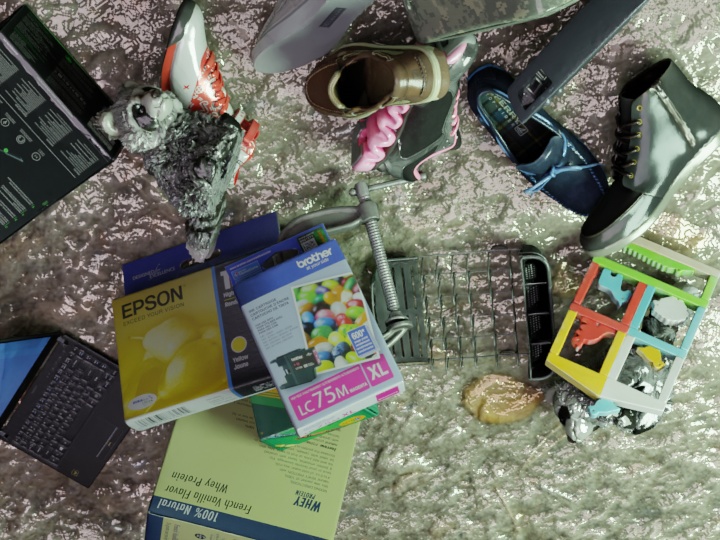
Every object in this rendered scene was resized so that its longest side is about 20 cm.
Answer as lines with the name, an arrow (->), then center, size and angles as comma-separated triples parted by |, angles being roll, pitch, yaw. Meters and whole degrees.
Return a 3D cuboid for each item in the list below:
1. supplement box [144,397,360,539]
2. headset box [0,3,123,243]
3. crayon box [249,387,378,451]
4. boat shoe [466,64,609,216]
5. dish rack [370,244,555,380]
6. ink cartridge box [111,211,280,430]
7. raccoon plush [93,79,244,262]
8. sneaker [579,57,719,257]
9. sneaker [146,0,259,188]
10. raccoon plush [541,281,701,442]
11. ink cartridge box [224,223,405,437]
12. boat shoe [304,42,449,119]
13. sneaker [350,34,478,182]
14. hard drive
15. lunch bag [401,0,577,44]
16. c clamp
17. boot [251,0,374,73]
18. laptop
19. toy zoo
supplement box -> -0.117, 0.227, 1.600 | 0.199, 0.200, 0.134 | 14, 147, -2
headset box -> -0.374, -0.143, 1.517 | 0.200, 0.093, 0.174 | -34, 110, 20
crayon box -> -0.064, 0.078, 1.550 | 0.119, 0.200, 0.058 | -22, 154, 15
boat shoe -> 0.176, -0.120, 1.491 | 0.200, 0.069, 0.084 | 38, 114, -14
dish rack -> 0.111, 0.047, 1.591 | 0.199, 0.055, 0.154 | -4, 116, 8
ink cartridge box -> -0.168, 0.048, 1.546 | 0.197, 0.201, 0.047 | -19, 156, 15
raccoon plush -> -0.203, -0.098, 1.465 | 0.134, 0.097, 0.200 | 21, 124, 5
sneaker -> 0.270, -0.114, 1.463 | 0.106, 0.075, 0.200 | 40, 92, -24
sneaker -> -0.152, -0.177, 1.496 | 0.108, 0.067, 0.202 | 13, 121, -2
raccoon plush -> 0.293, 0.107, 1.599 | 0.200, 0.134, 0.097 | -44, 101, -14
ink cartridge box -> -0.050, 0.053, 1.464 | 0.119, 0.042, 0.200 | -24, 70, -5
boat shoe -> -0.004, -0.186, 1.416 | 0.202, 0.075, 0.075 | -5, 99, 54
sneaker -> 0.072, -0.163, 1.475 | 0.095, 0.079, 0.200 | 25, 132, -19
hard drive -> 0.225, -0.232, 1.399 | 0.042, 0.135, 0.200 | 45, 115, 1
lunch bag -> 0.113, -0.314, 1.332 | 0.200, 0.139, 0.168 | -1, 115, 51
c clamp -> 0.000, 0.000, 1.507 | 0.170, 0.027, 0.201 | -8, 73, -2
boot -> -0.049, -0.280, 1.438 | 0.073, 0.096, 0.200 | 2, 155, -40
laptop -> -0.369, 0.170, 1.669 | 0.200, 0.103, 0.177 | 32, 116, -11
toy zoo -> 0.278, 0.063, 1.510 | 0.131, 0.200, 0.020 | 24, 161, 11
